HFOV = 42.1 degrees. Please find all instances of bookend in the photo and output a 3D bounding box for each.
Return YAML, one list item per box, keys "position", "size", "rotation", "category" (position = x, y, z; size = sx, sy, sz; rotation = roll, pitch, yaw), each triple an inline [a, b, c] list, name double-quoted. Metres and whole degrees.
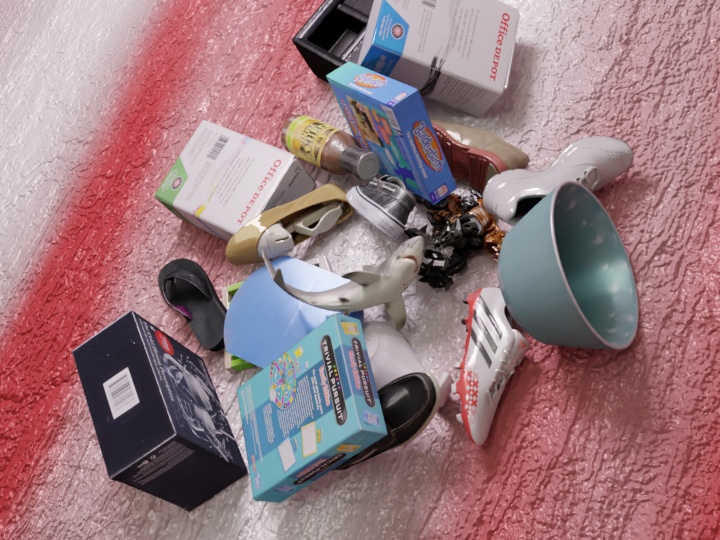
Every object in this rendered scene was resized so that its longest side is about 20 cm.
- position: [0.036, -0.360, 1.421]
  size: [0.199, 0.092, 0.199]
  rotation: [36, 83, 33]
  category: "bookend"

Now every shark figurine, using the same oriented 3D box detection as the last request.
- position: [-0.015, 0.013, 1.215]
  size: [0.211, 0.129, 0.090]
  rotation: [-8, 35, 6]
  category: "shark figurine"

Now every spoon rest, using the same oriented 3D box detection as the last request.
- position: [0.045, 0.127, 1.198]
  size: [0.199, 0.061, 0.100]
  rotation: [24, 75, 46]
  category: "spoon rest"

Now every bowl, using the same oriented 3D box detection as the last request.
- position: [0.234, 0.008, 1.099]
  size: [0.104, 0.200, 0.203]
  rotation: [-23, 55, 35]
  category: "bowl"

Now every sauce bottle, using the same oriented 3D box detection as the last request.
- position: [-0.043, -0.177, 1.354]
  size: [0.065, 0.065, 0.199]
  rotation: [-52, 41, -8]
  category: "sauce bottle"

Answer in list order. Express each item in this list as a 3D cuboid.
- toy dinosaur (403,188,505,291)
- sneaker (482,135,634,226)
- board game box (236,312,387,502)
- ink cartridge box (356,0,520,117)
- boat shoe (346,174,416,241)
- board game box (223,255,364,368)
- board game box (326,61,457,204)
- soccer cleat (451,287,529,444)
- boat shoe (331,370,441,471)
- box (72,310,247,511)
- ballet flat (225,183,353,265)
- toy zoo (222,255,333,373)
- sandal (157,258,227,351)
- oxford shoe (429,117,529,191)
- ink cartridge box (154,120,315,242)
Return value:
- position: [0.132, -0.050, 1.224]
  size: [0.135, 0.103, 0.199]
  rotation: [-36, 32, -16]
  category: "toy dinosaur"
- position: [0.256, -0.103, 1.176]
  size: [0.198, 0.075, 0.087]
  rotation: [-25, 31, 1]
  category: "sneaker"
- position: [-0.064, 0.169, 1.129]
  size: [0.199, 0.047, 0.152]
  rotation: [-38, 51, 33]
  category: "board game box"
- position: [0.110, -0.323, 1.313]
  size: [0.198, 0.084, 0.148]
  rotation: [19, 68, -12]
  category: "ink cartridge box"
- position: [0.036, -0.090, 1.255]
  size: [0.071, 0.072, 0.200]
  rotation: [-49, 20, 3]
  category: "boat shoe"
- position: [-0.085, 0.072, 1.265]
  size: [0.198, 0.039, 0.159]
  rotation: [20, 70, 25]
  category: "board game box"
- position: [0.039, -0.188, 1.257]
  size: [0.045, 0.153, 0.200]
  rotation: [-34, 33, -12]
  category: "board game box"
- position: [0.163, 0.112, 1.138]
  size: [0.084, 0.069, 0.202]
  rotation: [-5, 59, 24]
  category: "soccer cleat"
- position: [0.015, 0.187, 1.126]
  size: [0.199, 0.067, 0.072]
  rotation: [-38, 67, 29]
  category: "boat shoe"
- position: [-0.261, 0.186, 1.225]
  size: [0.103, 0.182, 0.201]
  rotation: [-33, 56, 5]
  category: "box"
- position: [-0.095, -0.061, 1.310]
  size: [0.199, 0.069, 0.063]
  rotation: [-33, 42, -19]
  category: "ballet flat"
- position: [-0.102, 0.057, 1.314]
  size: [0.198, 0.020, 0.133]
  rotation: [-17, 59, 17]
  category: "toy zoo"
- position: [-0.248, 0.038, 1.362]
  size: [0.076, 0.048, 0.200]
  rotation: [-53, 48, 5]
  category: "sandal"
- position: [0.148, -0.168, 1.301]
  size: [0.074, 0.071, 0.199]
  rotation: [-27, 45, -28]
  category: "oxford shoe"
- position: [-0.188, -0.122, 1.408]
  size: [0.199, 0.084, 0.146]
  rotation: [24, 77, 32]
  category: "ink cartridge box"
